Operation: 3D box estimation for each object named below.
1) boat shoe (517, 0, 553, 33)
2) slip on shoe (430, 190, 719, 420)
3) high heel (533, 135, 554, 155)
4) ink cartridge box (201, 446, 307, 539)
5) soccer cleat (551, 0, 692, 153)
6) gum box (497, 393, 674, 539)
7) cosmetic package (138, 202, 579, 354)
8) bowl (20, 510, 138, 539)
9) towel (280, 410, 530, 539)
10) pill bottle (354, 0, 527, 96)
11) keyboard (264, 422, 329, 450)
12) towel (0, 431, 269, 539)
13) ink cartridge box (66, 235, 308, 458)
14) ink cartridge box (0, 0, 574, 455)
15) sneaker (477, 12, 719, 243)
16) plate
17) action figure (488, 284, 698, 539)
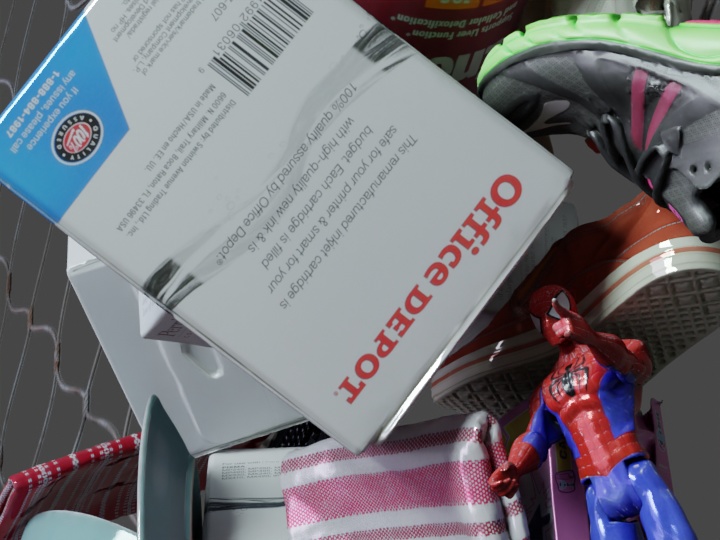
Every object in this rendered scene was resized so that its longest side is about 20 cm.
[{"bbox_3d":[0.082,-0.170,0.920,0.071,0.064,0.200,141,134,-59],"label":"boat shoe"},{"bbox_3d":[0.100,0.019,0.802,0.200,0.074,0.061,-42,39,49],"label":"slip on shoe"},{"bbox_3d":[0.049,-0.111,0.980,0.096,0.067,0.200,-41,57,45],"label":"high heel"},{"bbox_3d":[-0.038,0.193,0.943,0.200,0.084,0.145,-101,9,-75],"label":"ink cartridge box"},{"bbox_3d":[0.122,-0.129,0.809,0.078,0.069,0.200,-36,49,35],"label":"soccer cleat"},{"bbox_3d":[0.073,0.141,0.820,0.200,0.066,0.114,134,138,-55],"label":"gum box"},{"bbox_3d":[0.000,0.000,0.875,0.102,0.200,0.074,137,136,-57],"label":"cosmetic package"},{"bbox_3d":[-0.158,0.255,1.134,0.105,0.201,0.201,-55,6,-33],"label":"bowl"},{"bbox_3d":[0.026,0.165,0.763,0.146,0.030,0.200,-19,81,51],"label":"towel"},{"bbox_3d":[0.017,-0.121,0.846,0.200,0.113,0.113,107,160,-52],"label":"pill bottle"},{"bbox_3d":[-0.063,0.148,1.190,0.200,0.040,0.104,119,152,-42],"label":"keyboard"},{"bbox_3d":[-0.154,0.140,1.208,0.023,0.200,0.145,63,149,18],"label":"towel"},{"bbox_3d":[-0.078,-0.017,1.046,0.200,0.146,0.147,-102,-7,-56],"label":"ink cartridge box"},{"bbox_3d":[-0.035,-0.039,0.747,0.146,0.200,0.084,-52,1,-5],"label":"ink cartridge box"},{"bbox_3d":[0.121,-0.055,0.696,0.200,0.077,0.084,11,94,45],"label":"sneaker"},{"bbox_3d":[-0.093,0.162,0.902,0.200,0.026,0.201,179,90,-88],"label":"plate"},{"bbox_3d":[0.093,0.089,0.688,0.065,0.099,0.200,-32,62,26],"label":"action figure"}]
